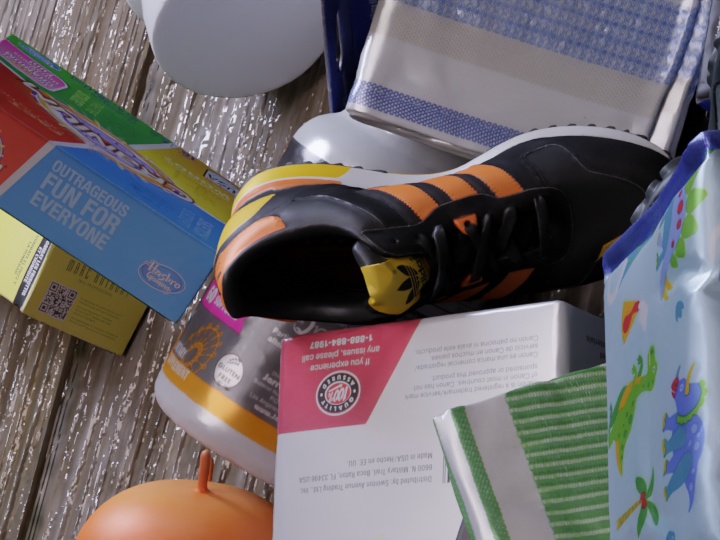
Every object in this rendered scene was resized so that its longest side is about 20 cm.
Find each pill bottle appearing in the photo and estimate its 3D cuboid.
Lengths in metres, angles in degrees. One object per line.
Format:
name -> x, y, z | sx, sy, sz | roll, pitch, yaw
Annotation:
pill bottle -> 0.000, 0.000, 1.298 | 0.116, 0.116, 0.200 | 35, 97, 53
pill bottle -> -0.079, -0.193, 1.508 | 0.114, 0.114, 0.200 | -42, 42, 26

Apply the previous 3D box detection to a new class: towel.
towel -> 0.090, -0.135, 1.235 | 0.147, 0.024, 0.200 | 17, 82, 9
towel -> 0.142, 0.088, 1.046 | 0.200, 0.023, 0.153 | -18, 60, -2

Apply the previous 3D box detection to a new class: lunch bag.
lunch bag -> 0.193, 0.058, 0.977 | 0.127, 0.200, 0.170 | 126, 151, -58

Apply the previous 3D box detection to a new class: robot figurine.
robot figurine -> -0.081, 0.181, 1.273 | 0.117, 0.144, 0.200 | 1, 81, 43

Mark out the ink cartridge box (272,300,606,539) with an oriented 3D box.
ink cartridge box -> 0.042, 0.124, 1.161 | 0.145, 0.083, 0.200 | -7, 72, 34

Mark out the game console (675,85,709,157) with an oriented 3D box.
game console -> 0.175, -0.133, 1.239 | 0.177, 0.031, 0.200 | 18, 84, 53

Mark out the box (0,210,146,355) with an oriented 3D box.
box -> -0.194, -0.017, 1.574 | 0.200, 0.075, 0.050 | 31, 94, 52

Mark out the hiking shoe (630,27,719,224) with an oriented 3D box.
hiking shoe -> 0.176, -0.053, 1.097 | 0.087, 0.074, 0.200 | 37, 131, 20

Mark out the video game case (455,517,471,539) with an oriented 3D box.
video game case -> 0.110, 0.189, 1.046 | 0.200, 0.026, 0.181 | 15, 79, 18

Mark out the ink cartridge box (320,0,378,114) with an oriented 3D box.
ink cartridge box -> 0.015, -0.173, 1.341 | 0.047, 0.198, 0.200 | 3, 67, 3

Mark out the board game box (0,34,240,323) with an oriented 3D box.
board game box -> -0.133, -0.049, 1.387 | 0.040, 0.153, 0.200 | -55, 5, 9

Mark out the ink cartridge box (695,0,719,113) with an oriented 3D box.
ink cartridge box -> 0.202, -0.158, 1.177 | 0.094, 0.044, 0.200 | -3, 68, 41

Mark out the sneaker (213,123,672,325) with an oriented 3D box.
sneaker -> 0.036, -0.007, 1.179 | 0.200, 0.070, 0.090 | -5, 25, 13
